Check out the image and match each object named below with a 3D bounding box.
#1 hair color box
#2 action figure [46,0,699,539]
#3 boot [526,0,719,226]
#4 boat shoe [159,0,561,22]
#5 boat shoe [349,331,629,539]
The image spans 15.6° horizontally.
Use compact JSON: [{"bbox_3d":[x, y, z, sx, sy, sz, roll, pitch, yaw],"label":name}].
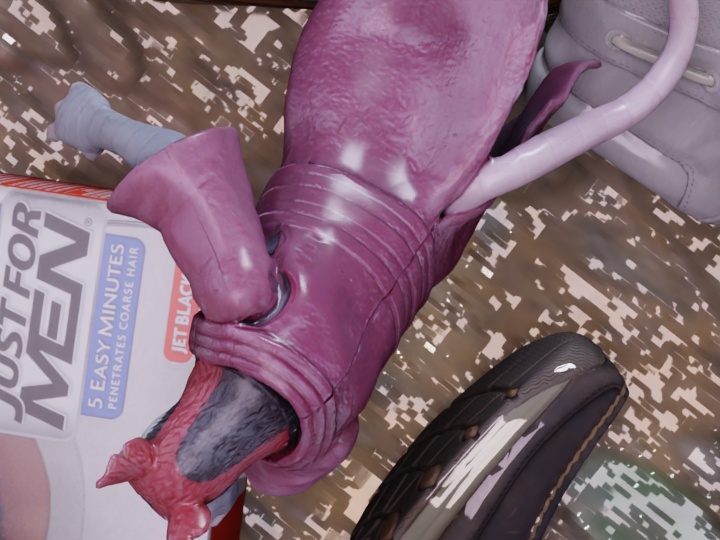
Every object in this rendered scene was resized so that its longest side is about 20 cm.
[{"bbox_3d":[-0.131,0.024,0.798,0.198,0.064,0.112,8,94,6],"label":"hair color box"},{"bbox_3d":[0.000,0.000,0.697,0.148,0.134,0.201,3,48,33],"label":"action figure"},{"bbox_3d":[0.149,-0.050,0.772,0.199,0.074,0.096,23,126,-9],"label":"boot"},{"bbox_3d":[0.010,-0.106,0.775,0.198,0.068,0.073,-6,90,5],"label":"boat shoe"},{"bbox_3d":[0.024,0.109,0.788,0.073,0.075,0.200,34,104,-6],"label":"boat shoe"}]
